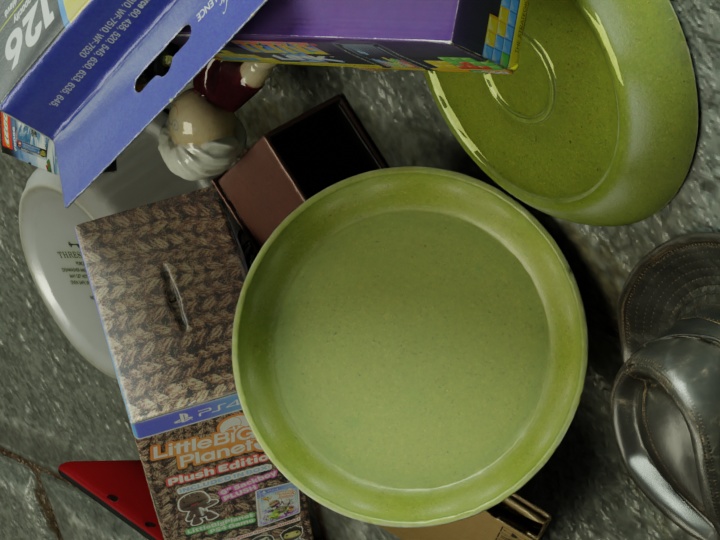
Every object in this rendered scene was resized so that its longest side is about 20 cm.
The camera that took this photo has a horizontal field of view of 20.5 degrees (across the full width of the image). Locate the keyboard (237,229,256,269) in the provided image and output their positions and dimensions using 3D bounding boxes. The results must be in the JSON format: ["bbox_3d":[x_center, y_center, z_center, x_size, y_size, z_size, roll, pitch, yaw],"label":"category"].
[{"bbox_3d":[-0.041,0.043,1.352,0.104,0.040,0.201,16,128,44],"label":"keyboard"}]

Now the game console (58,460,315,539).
[{"bbox_3d":[-0.125,0.230,1.558,0.199,0.118,0.173,28,137,42],"label":"game console"}]

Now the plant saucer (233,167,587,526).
[{"bbox_3d":[0.028,0.044,1.123,0.200,0.200,0.031,53,179,10],"label":"plant saucer"}]

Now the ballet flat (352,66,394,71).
[{"bbox_3d":[0.001,-0.192,1.052,0.070,0.065,0.201,-19,68,32],"label":"ballet flat"}]

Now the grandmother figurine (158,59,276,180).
[{"bbox_3d":[-0.076,-0.144,1.170,0.122,0.060,0.201,-101,27,-58],"label":"grandmother figurine"}]

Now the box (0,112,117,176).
[{"bbox_3d":[-0.188,-0.164,1.202,0.137,0.040,0.202,-159,66,-63],"label":"box"}]

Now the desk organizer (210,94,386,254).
[{"bbox_3d":[0.000,0.000,1.230,0.201,0.072,0.077,58,147,3],"label":"desk organizer"}]

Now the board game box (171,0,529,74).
[{"bbox_3d":[-0.002,-0.186,0.973,0.199,0.057,0.167,7,83,41],"label":"board game box"}]

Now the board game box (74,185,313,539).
[{"bbox_3d":[-0.105,0.077,1.285,0.201,0.096,0.160,83,168,-52],"label":"board game box"}]

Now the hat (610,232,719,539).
[{"bbox_3d":[0.185,0.087,1.024,0.200,0.081,0.202,34,140,34],"label":"hat"}]

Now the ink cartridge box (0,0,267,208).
[{"bbox_3d":[-0.127,-0.170,1.018,0.198,0.047,0.201,-41,46,35],"label":"ink cartridge box"}]

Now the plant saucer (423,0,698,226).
[{"bbox_3d":[0.091,-0.108,1.044,0.200,0.031,0.201,35,141,34],"label":"plant saucer"}]

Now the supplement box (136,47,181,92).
[{"bbox_3d":[-0.178,-0.207,1.305,0.201,0.066,0.069,63,160,-3],"label":"supplement box"}]

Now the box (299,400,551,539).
[{"bbox_3d":[0.033,0.138,1.233,0.163,0.021,0.200,30,164,8],"label":"box"}]

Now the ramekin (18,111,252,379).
[{"bbox_3d":[-0.164,-0.011,1.434,0.202,0.094,0.203,36,142,34],"label":"ramekin"}]

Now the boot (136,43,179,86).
[{"bbox_3d":[-0.123,-0.190,1.185,0.203,0.073,0.155,-179,87,-68],"label":"boot"}]
